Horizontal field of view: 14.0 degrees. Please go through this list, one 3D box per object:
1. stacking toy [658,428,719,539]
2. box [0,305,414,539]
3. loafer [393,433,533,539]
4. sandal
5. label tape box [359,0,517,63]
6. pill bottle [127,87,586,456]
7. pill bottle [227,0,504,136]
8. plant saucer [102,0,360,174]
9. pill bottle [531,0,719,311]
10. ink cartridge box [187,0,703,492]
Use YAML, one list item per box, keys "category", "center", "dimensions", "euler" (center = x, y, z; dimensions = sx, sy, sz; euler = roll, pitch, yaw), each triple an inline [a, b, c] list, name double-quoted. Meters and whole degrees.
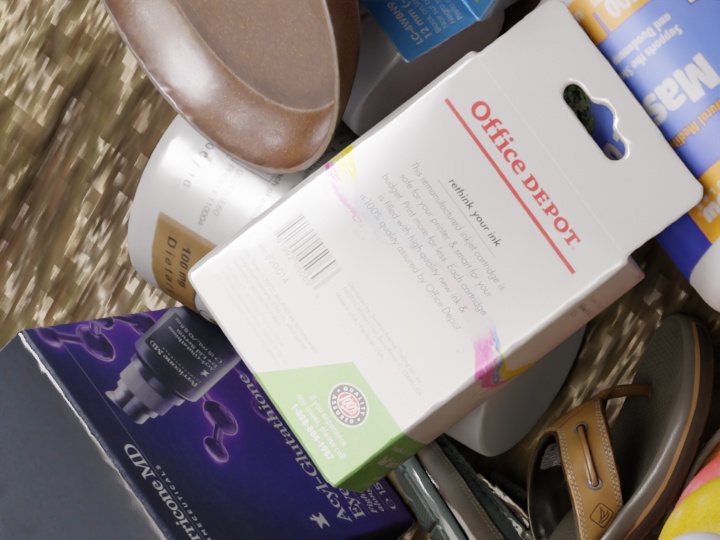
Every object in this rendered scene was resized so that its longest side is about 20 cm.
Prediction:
- category: "stacking toy"
  center: [0.170, 0.130, 1.232]
  dimensions: [0.145, 0.200, 0.147]
  euler: [3, 96, 28]
- category: "box"
  center: [-0.093, 0.106, 1.371]
  dimensions: [0.104, 0.200, 0.148]
  euler: [-45, 74, 24]
- category: "loafer"
  center: [0.088, 0.151, 1.365]
  dimensions: [0.063, 0.072, 0.201]
  euler: [-32, 81, -7]
- category: "sandal"
  center: [0.095, 0.101, 1.303]
  dimensions: [0.054, 0.082, 0.201]
  euler: [34, 83, -13]
- category: "label tape box"
  center: [0.063, -0.206, 1.284]
  dimensions: [0.199, 0.066, 0.144]
  euler: [-33, 76, -14]
- category: "pill bottle"
  center: [0.000, 0.000, 1.363]
  dimensions: [0.199, 0.114, 0.115]
  euler: [30, 107, 23]
- category: "pill bottle"
  center: [-0.029, -0.165, 1.363]
  dimensions: [0.120, 0.119, 0.200]
  euler: [-46, 73, 23]
- category: "plant saucer"
  center: [-0.062, -0.139, 1.276]
  dimensions: [0.200, 0.034, 0.201]
  euler: [41, 149, 31]
- category: "pill bottle"
  center: [0.167, -0.052, 1.271]
  dimensions: [0.112, 0.112, 0.200]
  euler: [-44, 73, 24]
- category: "ink cartridge box"
  center: [0.041, -0.010, 1.259]
  dimensions: [0.200, 0.067, 0.117]
  euler: [-37, 77, 5]
